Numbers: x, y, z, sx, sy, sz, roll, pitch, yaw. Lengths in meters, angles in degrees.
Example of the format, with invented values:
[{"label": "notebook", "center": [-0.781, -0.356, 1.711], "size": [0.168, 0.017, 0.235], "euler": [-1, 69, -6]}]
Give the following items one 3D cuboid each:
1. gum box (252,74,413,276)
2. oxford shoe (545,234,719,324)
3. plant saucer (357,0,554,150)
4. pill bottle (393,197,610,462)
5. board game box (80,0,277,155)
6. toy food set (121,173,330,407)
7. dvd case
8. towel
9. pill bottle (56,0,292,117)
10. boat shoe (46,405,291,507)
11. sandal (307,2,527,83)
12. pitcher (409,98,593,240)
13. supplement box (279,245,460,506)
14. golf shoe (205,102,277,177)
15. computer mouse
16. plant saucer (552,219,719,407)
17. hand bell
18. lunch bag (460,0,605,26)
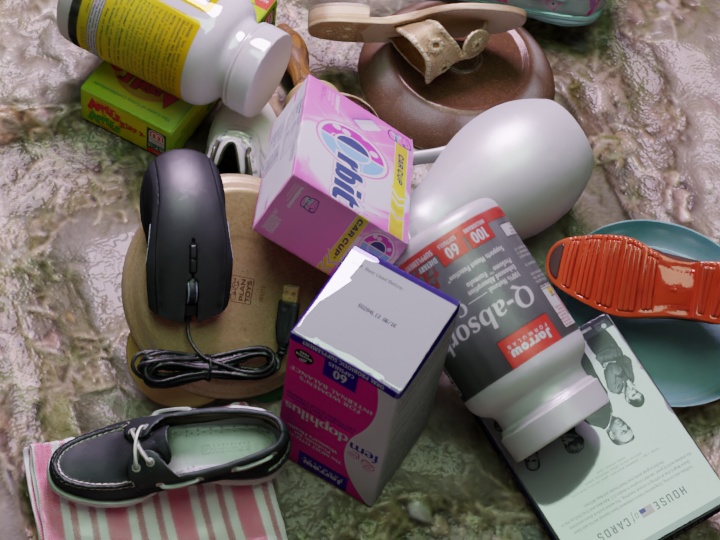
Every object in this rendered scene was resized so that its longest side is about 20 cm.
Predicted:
[{"label": "gum box", "center": [-0.020, -0.079, 1.483], "size": [0.113, 0.066, 0.200], "euler": [31, 28, -15]}, {"label": "oxford shoe", "center": [0.266, 0.015, 1.559], "size": [0.199, 0.073, 0.071], "euler": [14, 88, 18]}, {"label": "plant saucer", "center": [0.098, -0.202, 1.719], "size": [0.200, 0.037, 0.201], "euler": [4, 56, -5]}, {"label": "pill bottle", "center": [0.116, 0.050, 1.448], "size": [0.116, 0.116, 0.200], "euler": [-30, 82, -24]}, {"label": "board game box", "center": [-0.174, -0.207, 1.678], "size": [0.101, 0.048, 0.200], "euler": [27, 58, 10]}, {"label": "toy food set", "center": [-0.108, 0.017, 1.490], "size": [0.197, 0.049, 0.201], "euler": [-6, 93, -17]}, {"label": "dvd case", "center": [0.201, 0.152, 1.488], "size": [0.150, 0.025, 0.200], "euler": [-27, 66, -9]}, {"label": "towel", "center": [-0.168, 0.190, 1.431], "size": [0.199, 0.030, 0.147], "euler": [-11, 60, -15]}, {"label": "pill bottle", "center": [-0.169, -0.222, 1.591], "size": [0.200, 0.113, 0.113], "euler": [28, 58, 11]}, {"label": "boat shoe", "center": [-0.156, 0.144, 1.407], "size": [0.199, 0.060, 0.076], "euler": [-10, 66, -11]}, {"label": "sandal", "center": [0.054, -0.213, 1.668], "size": [0.211, 0.078, 0.070], "euler": [2, 76, 0]}, {"label": "pitcher", "center": [0.099, -0.086, 1.605], "size": [0.200, 0.121, 0.172], "euler": [-34, 51, -13]}, {"label": "supplement box", "center": [0.003, 0.090, 1.417], "size": [0.101, 0.200, 0.103], "euler": [28, 59, 12]}, {"label": "golf shoe", "center": [-0.109, -0.101, 1.589], "size": [0.078, 0.097, 0.200], "euler": [5, 55, -2]}, {"label": "computer mouse", "center": [-0.114, 0.001, 1.437], "size": [0.140, 0.046, 0.201], "euler": [3, 91, -16]}, {"label": "plant saucer", "center": [0.271, 0.043, 1.587], "size": [0.199, 0.027, 0.201], "euler": [4, 56, -6]}, {"label": "hand bell", "center": [-0.055, -0.178, 1.658], "size": [0.104, 0.104, 0.200], "euler": [-8, 40, -13]}, {"label": "lunch bag", "center": [0.159, -0.326, 1.770], "size": [0.199, 0.077, 0.161], "euler": [11, 46, -1]}]
